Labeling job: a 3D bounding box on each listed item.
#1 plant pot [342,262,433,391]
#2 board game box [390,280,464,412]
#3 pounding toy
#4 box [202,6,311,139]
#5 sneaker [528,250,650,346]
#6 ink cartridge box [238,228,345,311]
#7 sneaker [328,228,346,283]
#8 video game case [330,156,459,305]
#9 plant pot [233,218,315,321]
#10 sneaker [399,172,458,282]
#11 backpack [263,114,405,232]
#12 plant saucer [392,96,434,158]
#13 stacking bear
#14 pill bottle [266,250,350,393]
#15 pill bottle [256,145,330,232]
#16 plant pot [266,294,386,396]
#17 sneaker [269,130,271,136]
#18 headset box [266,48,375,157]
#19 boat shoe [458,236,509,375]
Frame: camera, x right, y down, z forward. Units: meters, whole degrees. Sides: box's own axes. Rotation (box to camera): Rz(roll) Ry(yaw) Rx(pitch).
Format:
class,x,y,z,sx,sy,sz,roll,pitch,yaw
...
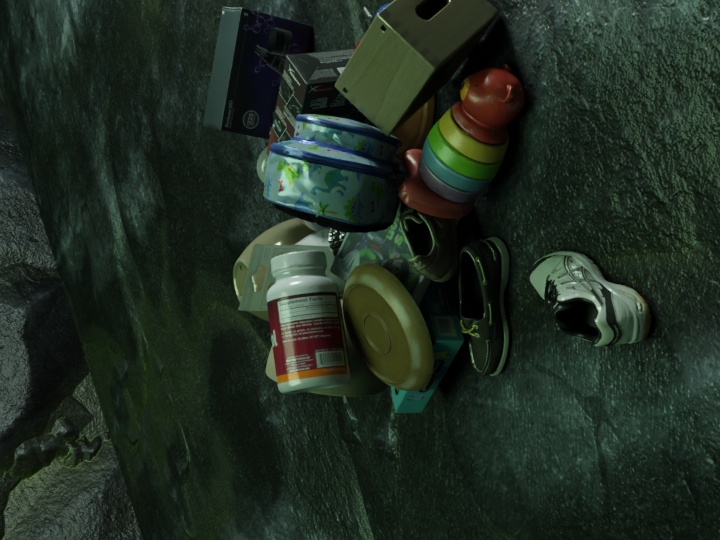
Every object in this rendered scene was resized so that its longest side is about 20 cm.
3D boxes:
class,x,y,z,sx,sy,sz,roll,pitch,yaw
plant pot,0.032,0.087,1.629,0.200,0.027,0.202,37,140,40
board game box,0.088,0.097,1.685,0.201,0.046,0.152,113,153,-50
pounding toy,0.065,-0.309,1.496,0.142,0.200,0.184,43,145,2
box,-0.173,-0.327,1.889,0.079,0.140,0.202,21,103,57
sneaker,0.257,0.032,1.365,0.200,0.087,0.076,32,129,55
ink cartridge box,-0.095,0.002,1.865,0.050,0.198,0.162,-102,21,-44
sneaker,0.000,0.000,1.776,0.089,0.078,0.202,74,-177,-62
video game case,0.053,-0.052,1.651,0.181,0.023,0.201,32,100,43
plant pot,-0.152,0.015,2.040,0.200,0.133,0.202,32,128,52
sneaker,0.089,-0.085,1.557,0.070,0.075,0.202,-28,59,34
backpack,-0.038,-0.134,1.534,0.181,0.200,0.149,13,99,11
plant saucer,0.042,-0.266,1.686,0.200,0.037,0.202,30,126,54
stacking bear,0.143,-0.176,1.470,0.122,0.113,0.201,-81,17,-51
pill bottle,-0.081,0.078,1.689,0.113,0.112,0.202,-25,71,61
pill bottle,-0.095,-0.149,1.899,0.200,0.111,0.113,38,132,50
plant pot,-0.047,0.111,1.831,0.200,0.199,0.136,22,107,56
sneaker,-0.073,-0.274,1.839,0.199,0.071,0.084,-29,58,36
headset box,-0.049,-0.223,1.675,0.077,0.148,0.201,57,146,35
boat shoe,0.165,0.055,1.564,0.072,0.060,0.203,25,122,54
